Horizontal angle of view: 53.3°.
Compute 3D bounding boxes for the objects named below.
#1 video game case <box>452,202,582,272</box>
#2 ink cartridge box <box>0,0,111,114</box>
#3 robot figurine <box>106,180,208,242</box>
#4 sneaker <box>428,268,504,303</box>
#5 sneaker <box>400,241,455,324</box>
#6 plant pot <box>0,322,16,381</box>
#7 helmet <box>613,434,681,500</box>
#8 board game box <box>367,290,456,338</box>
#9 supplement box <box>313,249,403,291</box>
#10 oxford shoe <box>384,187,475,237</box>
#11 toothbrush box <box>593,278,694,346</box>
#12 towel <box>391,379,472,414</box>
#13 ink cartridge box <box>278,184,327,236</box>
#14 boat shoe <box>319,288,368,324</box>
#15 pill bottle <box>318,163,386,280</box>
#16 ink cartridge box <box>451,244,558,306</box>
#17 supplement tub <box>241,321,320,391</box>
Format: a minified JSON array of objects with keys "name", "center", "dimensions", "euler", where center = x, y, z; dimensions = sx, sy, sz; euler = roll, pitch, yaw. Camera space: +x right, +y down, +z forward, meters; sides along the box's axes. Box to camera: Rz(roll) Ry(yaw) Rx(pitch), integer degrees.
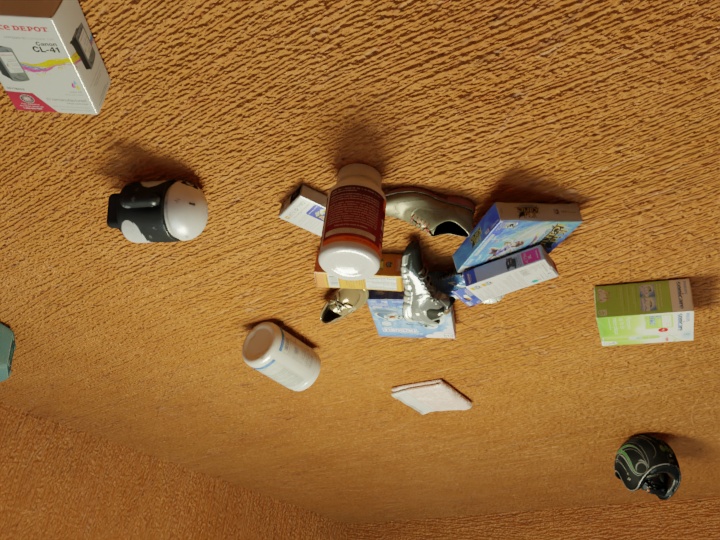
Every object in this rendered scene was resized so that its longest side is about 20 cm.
[{"name":"video game case","center":[0.303,-0.062,1.407],"dimensions":[0.180,0.046,0.200],"euler":[-2,153,-20]},{"name":"ink cartridge box","center":[-0.496,-0.343,1.115],"dimensions":[0.147,0.086,0.200],"euler":[5,150,4]},{"name":"robot figurine","center":[-0.404,-0.120,1.434],"dimensions":[0.199,0.150,0.125],"euler":[-1,119,15]},{"name":"sneaker","center":[0.219,0.014,1.585],"dimensions":[0.199,0.079,0.089],"euler":[2,126,21]},{"name":"sneaker","center":[0.152,0.032,1.548],"dimensions":[0.115,0.075,0.201],"euler":[14,128,25]},{"name":"plant pot","center":[-1.142,0.242,2.134],"dimensions":[0.199,0.197,0.196],"euler":[7,151,-19]},{"name":"helmet","center":[0.929,0.635,2.341],"dimensions":[0.199,0.191,0.201],"euler":[-3,113,-7]},{"name":"board game box","center":[0.129,0.105,1.768],"dimensions":[0.199,0.044,0.199],"euler":[0,149,13]},{"name":"supplement box","center":[0.000,0.000,1.600],"dimensions":[0.199,0.067,0.069],"euler":[4,146,5]},{"name":"oxford shoe","center":[0.123,-0.108,1.385],"dimensions":[0.199,0.075,0.071],"euler":[6,149,2]},{"name":"toothbrush box","center":[0.635,0.097,1.609],"dimensions":[0.199,0.086,0.146],"euler":[-7,147,20]},{"name":"towel","center":[0.223,0.401,2.255],"dimensions":[0.190,0.032,0.200],"euler":[-15,143,32]},{"name":"ink cartridge box","center":[-0.060,-0.102,1.472],"dimensions":[0.199,0.037,0.095],"euler":[26,144,-24]},{"name":"boat shoe","center":[-0.041,0.079,1.716],"dimensions":[0.071,0.064,0.200],"euler":[48,147,6]},{"name":"pill bottle","center":[-0.011,-0.093,1.316],"dimensions":[0.112,0.201,0.113],"euler":[5,149,3]},{"name":"ink cartridge box","center":[0.290,0.013,1.457],"dimensions":[0.199,0.042,0.119],"euler":[-23,154,20]},{"name":"supplement tub","center":[-0.217,0.238,1.978],"dimensions":[0.131,0.132,0.200],"euler":[-14,143,31]}]
